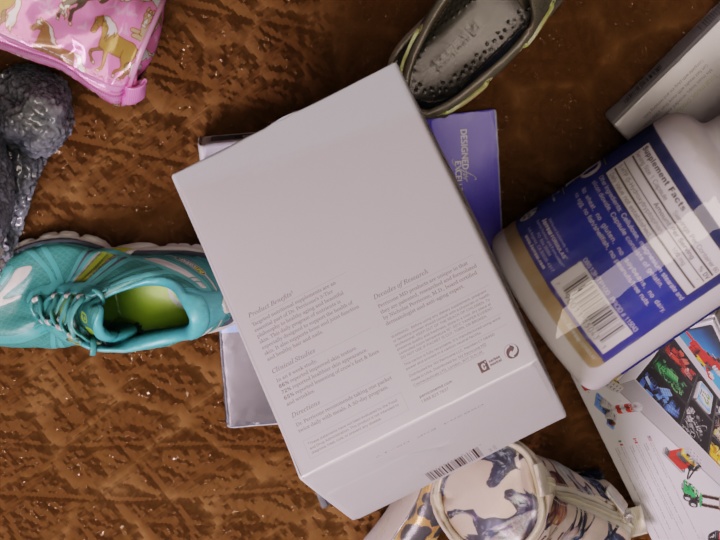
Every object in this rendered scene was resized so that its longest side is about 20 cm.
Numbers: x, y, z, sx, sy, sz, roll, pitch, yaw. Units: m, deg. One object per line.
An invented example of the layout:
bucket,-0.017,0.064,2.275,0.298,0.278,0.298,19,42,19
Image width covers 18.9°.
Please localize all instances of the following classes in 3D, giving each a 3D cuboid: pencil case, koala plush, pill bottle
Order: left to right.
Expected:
koala plush,-0.276,-0.043,1.306,0.176,0.200,0.185,14,99,-8
pencil case,-0.216,-0.172,1.340,0.199,0.083,0.087,21,100,-11
pencil case,0.116,0.156,1.407,0.089,0.200,0.078,-25,69,17
pill bottle,0.193,-0.027,1.356,0.199,0.120,0.120,-35,106,10

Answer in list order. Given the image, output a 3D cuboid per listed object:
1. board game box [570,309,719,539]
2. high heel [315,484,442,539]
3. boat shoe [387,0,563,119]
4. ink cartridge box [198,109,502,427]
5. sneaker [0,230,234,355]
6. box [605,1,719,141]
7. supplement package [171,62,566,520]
board game box,0.228,0.117,1.449,0.126,0.035,0.201,-13,112,38
high heel,0.063,0.176,1.461,0.142,0.072,0.201,-23,125,4
boat shoe,0.092,-0.177,1.368,0.072,0.060,0.202,38,101,-11
ink cartridge box,0.000,0.000,1.429,0.198,0.043,0.200,-6,107,-3
sneaker,-0.172,0.019,1.392,0.198,0.080,0.078,-5,107,21
box,0.280,-0.082,1.423,0.200,0.036,0.144,42,101,-15
supplement package,0.008,0.016,1.289,0.151,0.151,0.201,-26,71,4
